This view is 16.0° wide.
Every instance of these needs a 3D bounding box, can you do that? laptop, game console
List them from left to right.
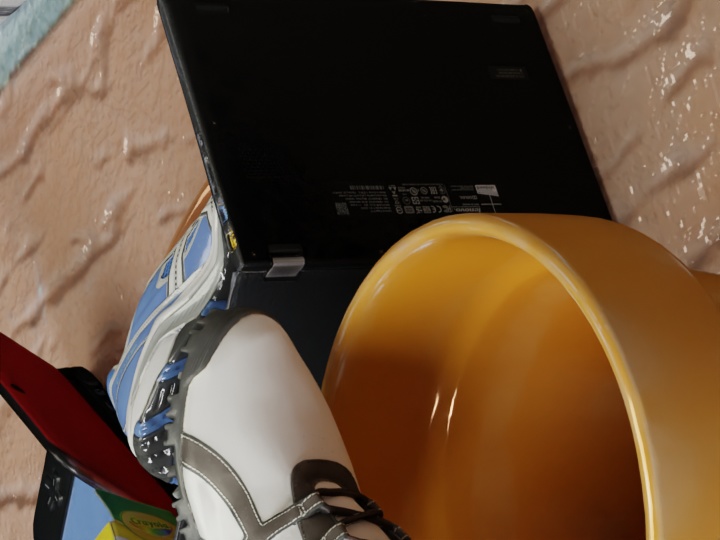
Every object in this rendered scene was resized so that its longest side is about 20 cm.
[{"bbox_3d":[-0.165,0.127,1.390,0.200,0.118,0.174,42,125,50],"label":"game console"},{"bbox_3d":[0.000,0.000,1.063,0.116,0.186,0.201,-46,54,47],"label":"laptop"}]

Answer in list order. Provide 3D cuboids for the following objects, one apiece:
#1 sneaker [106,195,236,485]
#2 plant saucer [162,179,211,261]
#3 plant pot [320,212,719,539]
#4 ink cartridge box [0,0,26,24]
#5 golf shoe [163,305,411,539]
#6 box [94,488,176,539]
[{"bbox_3d":[-0.053,-0.008,1.125,0.201,0.076,0.077,-57,32,0],"label":"sneaker"},{"bbox_3d":[-0.028,0.011,1.179,0.200,0.037,0.201,-32,44,36],"label":"plant saucer"},{"bbox_3d":[0.111,0.079,0.896,0.200,0.182,0.202,5,96,57],"label":"plant pot"},{"bbox_3d":[-0.280,-0.192,1.536,0.200,0.144,0.084,-30,63,54],"label":"ink cartridge box"},{"bbox_3d":[-0.005,0.101,0.858,0.094,0.077,0.201,-24,73,37],"label":"golf shoe"},{"bbox_3d":[-0.060,0.188,1.112,0.048,0.117,0.201,-47,41,29],"label":"box"}]
